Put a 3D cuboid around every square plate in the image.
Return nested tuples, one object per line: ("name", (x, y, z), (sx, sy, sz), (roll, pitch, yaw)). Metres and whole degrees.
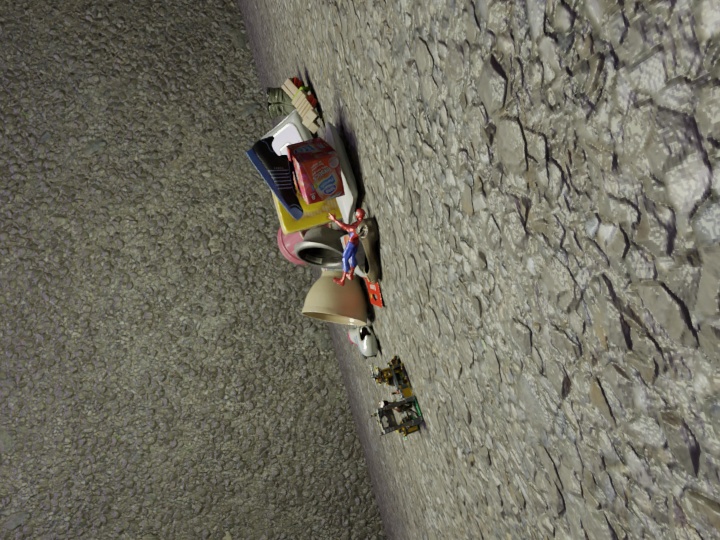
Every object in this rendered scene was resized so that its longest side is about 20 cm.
("square plate", (-0.046, -0.230, 1.266), (0.200, 0.028, 0.201), (109, 144, -74))
("square plate", (-0.225, -0.376, 1.641), (0.196, 0.028, 0.202), (-26, 92, 37))

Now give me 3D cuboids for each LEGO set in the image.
("LEGO set", (0.068, 0.327, 1.274), (0.154, 0.114, 0.203), (107, 146, -73))

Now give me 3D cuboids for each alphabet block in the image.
("alphabet block", (-0.157, -0.223, 1.486), (0.200, 0.192, 0.200), (-166, 59, -80))

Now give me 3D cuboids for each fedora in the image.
("fedora", (-0.107, -0.076, 1.591), (0.176, 0.197, 0.092), (37, -122, -46))

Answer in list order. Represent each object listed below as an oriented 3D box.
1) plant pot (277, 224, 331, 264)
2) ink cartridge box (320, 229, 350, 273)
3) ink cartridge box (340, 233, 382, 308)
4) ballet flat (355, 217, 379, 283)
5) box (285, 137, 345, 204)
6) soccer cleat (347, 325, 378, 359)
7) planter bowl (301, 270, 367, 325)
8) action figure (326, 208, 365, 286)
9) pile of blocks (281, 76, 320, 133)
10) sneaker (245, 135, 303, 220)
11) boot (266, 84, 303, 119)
("plant pot", (-0.193, -0.136, 1.908), (0.179, 0.197, 0.204), (-23, 83, 64))
("ink cartridge box", (-0.090, -0.023, 1.740), (0.146, 0.081, 0.204), (157, 98, -80))
("ink cartridge box", (0.000, 0.000, 1.355), (0.162, 0.049, 0.204), (-174, 71, -80))
("ballet flat", (0.016, -0.041, 1.196), (0.202, 0.046, 0.068), (86, 166, -50))
("box", (-0.109, -0.239, 1.207), (0.200, 0.094, 0.101), (-123, 19, -61))
("soccer cleat", (0.010, 0.202, 1.607), (0.200, 0.069, 0.088), (-142, 47, -66))
("planter bowl", (-0.067, 0.079, 1.536), (0.200, 0.196, 0.137), (123, 158, -78))
("action figure", (-0.040, -0.073, 1.231), (0.098, 0.065, 0.202), (34, 128, 19))
("pile of blocks", (-0.148, -0.480, 1.459), (0.062, 0.081, 0.202), (-42, 65, 31))
("sneaker", (-0.180, -0.214, 1.196), (0.201, 0.077, 0.070), (56, 176, -24))
("boot", (-0.234, -0.507, 1.650), (0.202, 0.128, 0.068), (84, 166, -47))
